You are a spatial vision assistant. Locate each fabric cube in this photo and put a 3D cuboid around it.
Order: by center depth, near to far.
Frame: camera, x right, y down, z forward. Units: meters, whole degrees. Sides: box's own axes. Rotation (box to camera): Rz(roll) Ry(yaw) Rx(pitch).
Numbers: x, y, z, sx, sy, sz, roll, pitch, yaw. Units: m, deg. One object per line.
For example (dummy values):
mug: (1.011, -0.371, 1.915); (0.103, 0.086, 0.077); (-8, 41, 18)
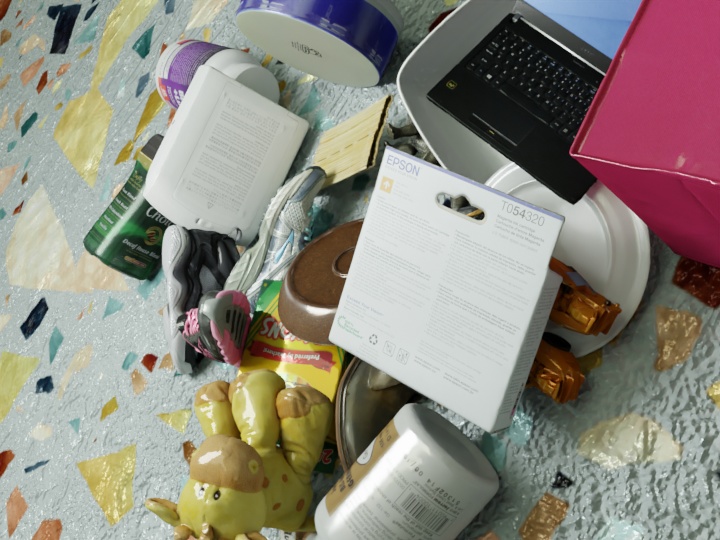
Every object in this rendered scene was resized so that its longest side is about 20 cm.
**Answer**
fabric cube: (0.322, -0.111, 0.729); (0.200, 0.199, 0.197); (24, 84, 47)

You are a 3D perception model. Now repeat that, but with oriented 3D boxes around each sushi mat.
sushi mat: (-0.018, -0.146, 1.151); (0.200, 0.012, 0.096); (-12, 59, 66)

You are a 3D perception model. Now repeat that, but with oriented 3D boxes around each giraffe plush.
giraffe plush: (-0.122, 0.209, 0.941); (0.172, 0.162, 0.201); (-16, 88, 25)

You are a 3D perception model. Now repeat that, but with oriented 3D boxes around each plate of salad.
plate of salad: (0.183, -0.015, 0.907); (0.200, 0.048, 0.201); (1, 91, 40)

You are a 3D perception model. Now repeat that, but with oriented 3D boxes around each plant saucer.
plant saucer: (0.000, 0.000, 1.021); (0.200, 0.035, 0.201); (-14, 34, 10)

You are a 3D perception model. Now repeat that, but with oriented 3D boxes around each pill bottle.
pill bottle: (0.023, 0.231, 0.881); (0.200, 0.114, 0.114); (-50, 43, 10)
pill bottle: (-0.204, -0.267, 1.373); (0.200, 0.111, 0.112); (26, 86, 48)

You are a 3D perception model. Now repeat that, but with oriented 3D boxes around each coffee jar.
coffee jar: (-0.305, -0.092, 1.377); (0.085, 0.104, 0.200); (35, 94, 45)

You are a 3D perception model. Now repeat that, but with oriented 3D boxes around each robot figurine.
robot figurine: (0.132, 0.026, 0.879); (0.200, 0.058, 0.145); (35, 113, 33)

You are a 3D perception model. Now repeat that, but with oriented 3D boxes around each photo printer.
photo printer: (-0.178, -0.140, 1.243); (0.201, 0.166, 0.069); (-66, 22, -6)

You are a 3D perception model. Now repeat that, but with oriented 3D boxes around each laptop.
laptop: (0.188, -0.197, 0.852); (0.177, 0.103, 0.200); (40, 75, 19)

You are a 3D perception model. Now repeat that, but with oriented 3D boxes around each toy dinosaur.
toy dinosaur: (0.089, -0.134, 1.048); (0.102, 0.077, 0.200); (-24, 60, -10)

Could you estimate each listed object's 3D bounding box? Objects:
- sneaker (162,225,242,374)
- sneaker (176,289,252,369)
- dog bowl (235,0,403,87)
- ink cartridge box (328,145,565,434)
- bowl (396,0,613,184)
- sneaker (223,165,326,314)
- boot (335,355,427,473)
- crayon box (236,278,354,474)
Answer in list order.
sneaker: (-0.192, 0.038, 1.220); (0.075, 0.113, 0.201); (-135, 43, -62)
sneaker: (-0.171, 0.068, 1.090); (0.095, 0.200, 0.079); (13, 72, 7)
dog bowl: (-0.052, -0.308, 1.189); (0.200, 0.200, 0.079); (16, 82, 47)
ink cartridge box: (0.078, 0.013, 0.859); (0.196, 0.043, 0.201); (28, 107, 34)
bowl: (0.159, -0.179, 0.971); (0.200, 0.075, 0.200); (-38, 77, 23)
sneaker: (-0.082, -0.030, 1.156); (0.086, 0.078, 0.200); (30, 99, 8)
boot: (0.037, 0.114, 0.963); (0.097, 0.075, 0.201); (-12, 58, 42)
crayon box: (-0.069, 0.114, 1.054); (0.127, 0.051, 0.201); (4, 70, 23)
